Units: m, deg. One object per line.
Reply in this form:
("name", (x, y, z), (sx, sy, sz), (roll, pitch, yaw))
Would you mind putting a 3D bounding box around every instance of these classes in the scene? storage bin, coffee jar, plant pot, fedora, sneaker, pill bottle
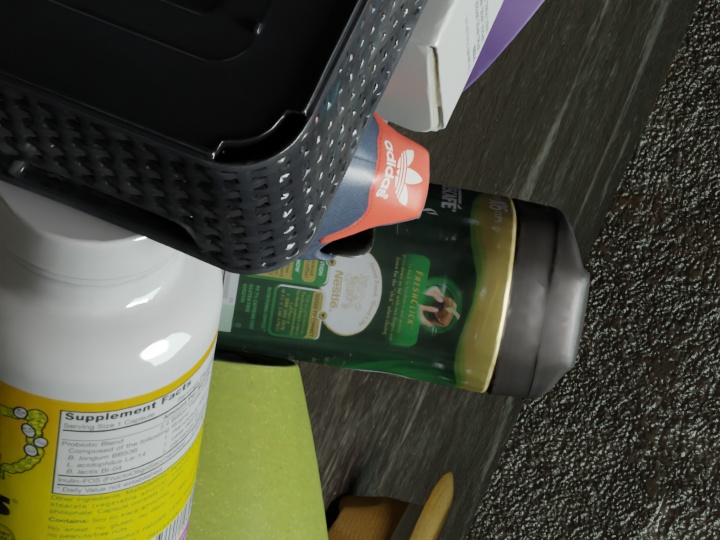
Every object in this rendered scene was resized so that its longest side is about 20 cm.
("storage bin", (-0.047, -0.118, 0.922), (0.094, 0.135, 0.200), (86, 27, -68))
("coffee jar", (0.000, 0.000, 1.203), (0.104, 0.199, 0.086), (-101, -159, -81))
("plant pot", (-0.089, 0.132, 1.196), (0.187, 0.187, 0.201), (-5, 104, -79))
("fedora", (0.005, 0.231, 2.126), (0.201, 0.082, 0.201), (24, 90, -85))
("sneaker", (-0.040, -0.033, 1.075), (0.200, 0.084, 0.075), (6, -97, 64))
("pill bottle", (-0.107, 0.034, 1.020), (0.200, 0.104, 0.104), (101, 14, -45))

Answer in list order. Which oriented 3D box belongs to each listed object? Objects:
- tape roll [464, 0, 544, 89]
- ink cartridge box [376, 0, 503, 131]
("tape roll", (0.066, -0.188, 1.354), (0.200, 0.085, 0.200), (-53, -173, 9))
("ink cartridge box", (0.003, -0.174, 1.053), (0.084, 0.144, 0.200), (78, 34, -70))
